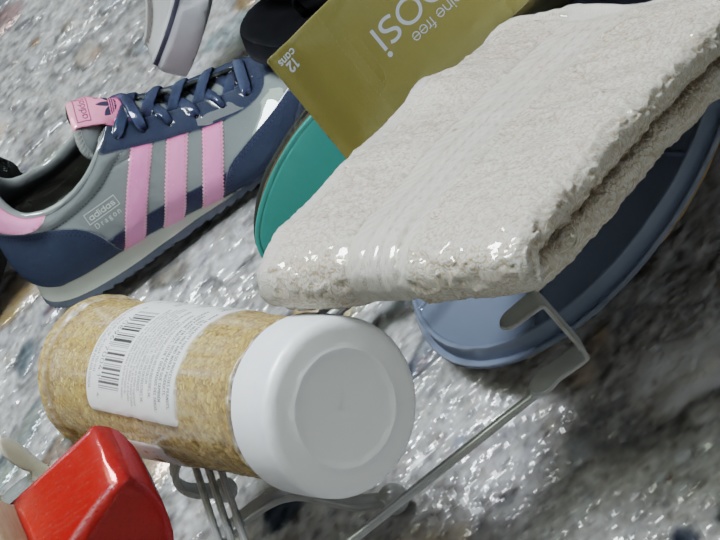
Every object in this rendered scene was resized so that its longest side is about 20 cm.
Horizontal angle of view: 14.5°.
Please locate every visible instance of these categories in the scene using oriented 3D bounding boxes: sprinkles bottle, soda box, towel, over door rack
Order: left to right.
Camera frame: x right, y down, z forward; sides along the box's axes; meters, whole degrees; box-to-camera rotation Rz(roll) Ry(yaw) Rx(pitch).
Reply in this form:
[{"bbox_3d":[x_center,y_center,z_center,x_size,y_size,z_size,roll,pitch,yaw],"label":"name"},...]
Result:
[{"bbox_3d":[-0.057,0.046,1.123,0.068,0.068,0.200,-57,27,-16],"label":"sprinkles bottle"},{"bbox_3d":[0.011,0.061,1.142,0.200,0.066,0.148,-49,31,15],"label":"over door rack"},{"bbox_3d":[0.056,-0.132,1.199,0.200,0.064,0.068,-44,-10,21],"label":"soda box"},{"bbox_3d":[0.062,-0.050,1.075,0.132,0.035,0.200,-6,30,41],"label":"towel"}]

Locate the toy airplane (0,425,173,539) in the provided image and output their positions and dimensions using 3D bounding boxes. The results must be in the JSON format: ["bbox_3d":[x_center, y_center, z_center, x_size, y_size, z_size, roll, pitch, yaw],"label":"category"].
[{"bbox_3d":[-0.124,0.167,1.157,0.199,0.140,0.202,-11,81,59],"label":"toy airplane"}]

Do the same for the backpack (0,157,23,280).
[{"bbox_3d":[-0.306,-0.027,1.515,0.177,0.199,0.151,31,99,57],"label":"backpack"}]

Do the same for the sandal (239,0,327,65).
[{"bbox_3d":[0.027,-0.151,1.369,0.199,0.043,0.076,-17,32,27],"label":"sandal"}]

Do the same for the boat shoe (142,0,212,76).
[{"bbox_3d":[-0.099,-0.189,1.431,0.072,0.065,0.201,-85,4,-48],"label":"boat shoe"}]

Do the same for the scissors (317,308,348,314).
[{"bbox_3d":[0.000,0.000,1.255,0.200,0.014,0.073,-43,33,32],"label":"scissors"}]

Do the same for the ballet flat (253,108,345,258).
[{"bbox_3d":[0.021,-0.082,1.297,0.201,0.068,0.068,-57,-8,19],"label":"ballet flat"}]

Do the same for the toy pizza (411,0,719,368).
[{"bbox_3d":[0.093,-0.045,1.189,0.200,0.032,0.201,-40,32,32],"label":"toy pizza"}]

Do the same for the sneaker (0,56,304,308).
[{"bbox_3d":[-0.101,-0.066,1.415,0.200,0.082,0.070,-38,31,5],"label":"sneaker"}]
